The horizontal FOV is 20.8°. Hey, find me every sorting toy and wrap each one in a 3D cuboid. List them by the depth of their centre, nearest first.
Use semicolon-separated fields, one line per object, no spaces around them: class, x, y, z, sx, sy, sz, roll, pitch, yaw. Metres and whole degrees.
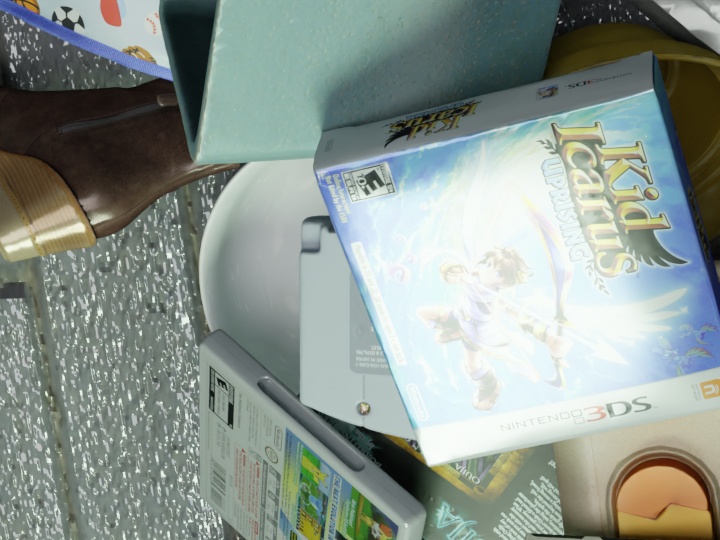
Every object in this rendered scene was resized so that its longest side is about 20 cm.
sorting toy;0.202;0.087;1.102;0.200;0.036;0.186;-5;99;19

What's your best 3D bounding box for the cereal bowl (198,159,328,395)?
cereal bowl;0.000;0.000;1.271;0.200;0.083;0.200;5;107;15

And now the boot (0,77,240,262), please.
boot;-0.178;-0.095;1.289;0.166;0.200;0.072;-25;137;-5

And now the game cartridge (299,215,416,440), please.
game cartridge;0.062;0.038;1.172;0.200;0.040;0.134;4;102;12

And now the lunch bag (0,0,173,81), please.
lunch bag;-0.129;-0.218;1.226;0.200;0.124;0.170;25;109;16

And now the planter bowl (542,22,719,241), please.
planter bowl;0.150;-0.089;1.182;0.200;0.084;0.201;-6;142;-5

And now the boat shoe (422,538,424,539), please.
boat shoe;0.033;0.166;1.322;0.071;0.063;0.200;30;113;4

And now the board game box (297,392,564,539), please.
board game box;0.070;0.108;1.222;0.200;0.028;0.135;44;111;0

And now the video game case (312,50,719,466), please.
video game case;0.092;0.000;1.036;0.181;0.045;0.200;-13;120;15

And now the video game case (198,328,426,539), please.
video game case;-0.037;0.150;1.272;0.182;0.022;0.200;40;151;21

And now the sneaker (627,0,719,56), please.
sneaker;0.245;-0.171;1.168;0.200;0.074;0.116;36;94;13

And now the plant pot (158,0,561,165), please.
plant pot;0.006;-0.179;1.079;0.200;0.196;0.196;4;121;-15

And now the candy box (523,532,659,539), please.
candy box;0.192;0.219;1.102;0.200;0.061;0.137;0;129;25
